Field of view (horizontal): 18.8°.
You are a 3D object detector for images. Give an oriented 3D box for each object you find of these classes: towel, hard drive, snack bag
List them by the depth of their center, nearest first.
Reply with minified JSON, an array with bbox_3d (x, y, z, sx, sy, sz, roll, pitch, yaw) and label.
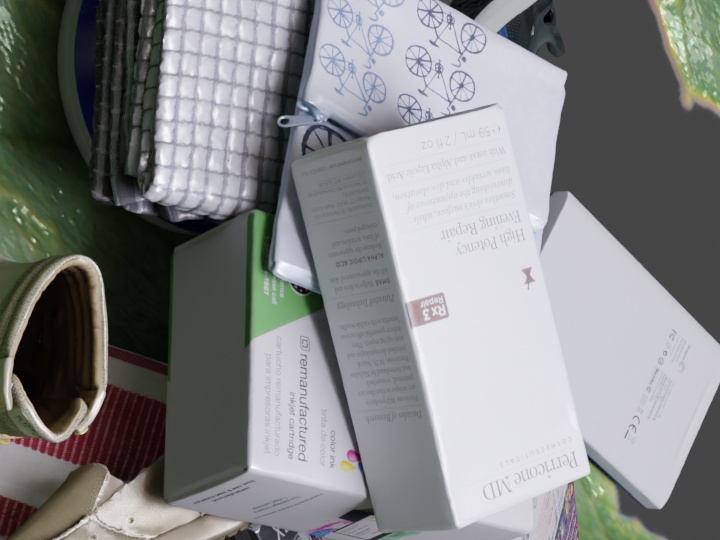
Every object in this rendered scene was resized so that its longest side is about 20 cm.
[{"bbox_3d":[0.035,-0.055,1.188,0.188,0.021,0.201,26,63,-33],"label":"snack bag"},{"bbox_3d":[-0.065,-0.119,1.200,0.165,0.085,0.202,8,83,-40],"label":"towel"},{"bbox_3d":[-0.157,0.142,1.221,0.143,0.023,0.201,19,75,-3],"label":"towel"},{"bbox_3d":[0.172,0.058,1.522,0.200,0.025,0.133,42,65,-31],"label":"hard drive"}]

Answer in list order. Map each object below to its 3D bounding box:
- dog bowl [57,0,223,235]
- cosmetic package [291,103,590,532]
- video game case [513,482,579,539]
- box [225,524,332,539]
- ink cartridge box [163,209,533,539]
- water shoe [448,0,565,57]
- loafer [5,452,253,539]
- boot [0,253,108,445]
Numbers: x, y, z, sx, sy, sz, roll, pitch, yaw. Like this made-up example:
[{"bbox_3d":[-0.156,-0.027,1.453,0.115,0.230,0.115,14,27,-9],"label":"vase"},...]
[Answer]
[{"bbox_3d":[-0.076,-0.122,1.292,0.199,0.079,0.202,0,89,-38],"label":"dog bowl"},{"bbox_3d":[0.042,0.025,1.121,0.101,0.074,0.202,-17,92,-38],"label":"cosmetic package"},{"bbox_3d":[0.105,0.194,1.371,0.200,0.036,0.183,-66,150,-58],"label":"video game case"},{"bbox_3d":[0.001,0.130,1.331,0.200,0.050,0.158,-49,139,-26],"label":"box"},{"bbox_3d":[-0.003,0.067,1.190,0.199,0.084,0.146,17,63,-36],"label":"ink cartridge box"},{"bbox_3d":[0.068,-0.123,1.413,0.200,0.071,0.079,-43,117,-30],"label":"water shoe"},{"bbox_3d":[-0.152,0.143,1.172,0.199,0.076,0.068,-21,83,-24],"label":"loafer"},{"bbox_3d":[-0.203,0.084,1.138,0.072,0.154,0.202,20,80,-38],"label":"boot"}]
